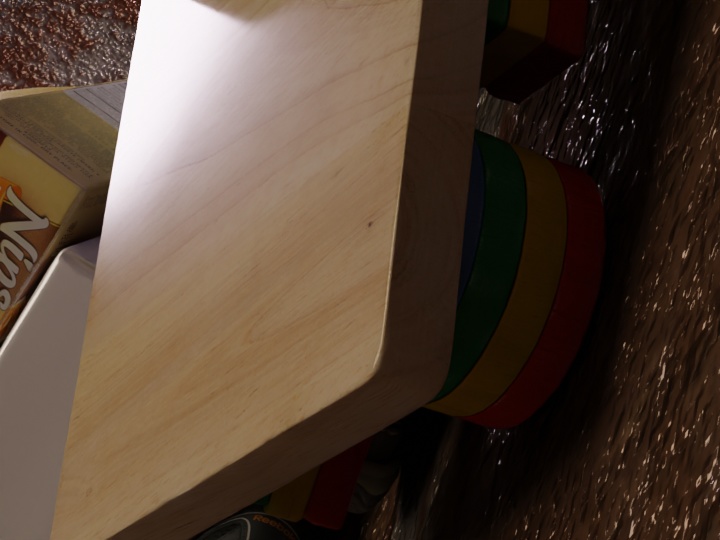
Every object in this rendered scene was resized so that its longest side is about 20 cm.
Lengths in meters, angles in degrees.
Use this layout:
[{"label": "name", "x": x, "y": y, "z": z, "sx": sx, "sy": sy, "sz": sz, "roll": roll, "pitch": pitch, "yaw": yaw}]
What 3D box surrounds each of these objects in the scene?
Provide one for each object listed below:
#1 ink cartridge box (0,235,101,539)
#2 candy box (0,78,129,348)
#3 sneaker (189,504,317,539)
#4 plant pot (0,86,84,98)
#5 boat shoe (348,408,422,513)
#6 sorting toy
[{"label": "ink cartridge box", "x": -0.083, "y": 0.060, "z": 0.973, "sx": 0.146, "sy": 0.084, "sz": 0.200, "roll": -58, "pitch": -7, "yaw": 11}, {"label": "candy box", "x": -0.122, "y": -0.007, "z": 0.986, "sx": 0.116, "sy": 0.055, "sz": 0.200, "roll": -55, "pitch": -5, "yaw": 12}, {"label": "sneaker", "x": -0.058, "y": 0.157, "z": 0.923, "sx": 0.200, "sy": 0.080, "sz": 0.086, "roll": -57, "pitch": 2, "yaw": 36}, {"label": "plant pot", "x": -0.120, "y": 0.013, "z": 1.202, "sx": 0.196, "sy": 0.199, "sz": 0.195, "roll": -103, "pitch": 32, "yaw": -79}, {"label": "boat shoe", "x": 0.000, "y": 0.000, "z": 0.871, "sx": 0.073, "sy": 0.074, "sz": 0.200, "roll": -56, "pitch": 20, "yaw": 23}, {"label": "sorting toy", "x": -0.002, "y": -0.027, "z": 0.712, "sx": 0.200, "sy": 0.069, "sz": 0.200, "roll": -34, "pitch": 44, "yaw": 56}]
